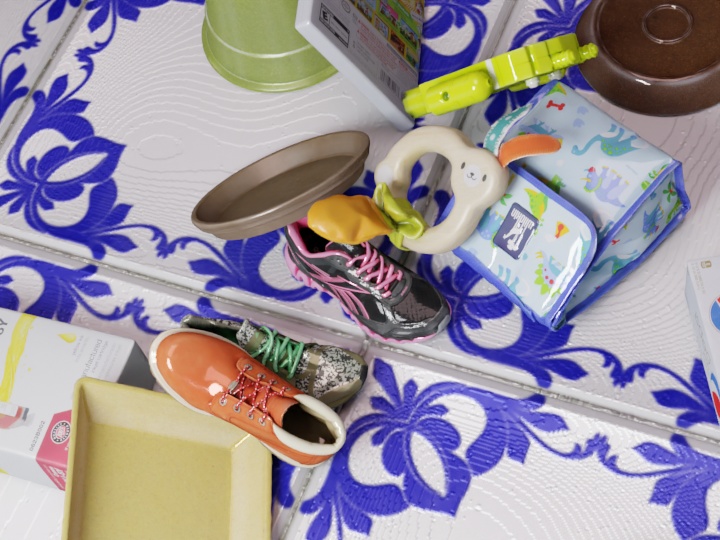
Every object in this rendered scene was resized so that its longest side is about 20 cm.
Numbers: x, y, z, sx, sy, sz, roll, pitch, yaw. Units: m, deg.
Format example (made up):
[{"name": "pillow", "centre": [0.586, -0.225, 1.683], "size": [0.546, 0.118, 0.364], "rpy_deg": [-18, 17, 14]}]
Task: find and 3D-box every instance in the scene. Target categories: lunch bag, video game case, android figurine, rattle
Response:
[{"name": "lunch bag", "centre": [0.193, -0.060, 1.443], "size": [0.200, 0.127, 0.170], "rpy_deg": [-46, 59, -5]}, {"name": "video game case", "centre": [0.004, -0.274, 1.561], "size": [0.023, 0.200, 0.182], "rpy_deg": [-14, 55, 31]}, {"name": "android figurine", "centre": [0.146, -0.198, 1.504], "size": [0.200, 0.182, 0.041], "rpy_deg": [-13, 96, 38]}, {"name": "rattle", "centre": [0.067, -0.095, 1.384], "size": [0.200, 0.143, 0.130], "rpy_deg": [-20, 59, 42]}]

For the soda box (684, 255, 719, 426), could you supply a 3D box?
[{"name": "soda box", "centre": [0.354, 0.084, 1.358], "size": [0.068, 0.064, 0.200], "rpy_deg": [-10, 59, 4]}]

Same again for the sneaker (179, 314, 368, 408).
[{"name": "sneaker", "centre": [-0.093, 0.084, 1.427], "size": [0.200, 0.089, 0.077], "rpy_deg": [7, 61, 14]}]

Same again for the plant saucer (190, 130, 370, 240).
[{"name": "plant saucer", "centre": [-0.078, -0.085, 1.501], "size": [0.200, 0.029, 0.200], "rpy_deg": [-23, 20, 9]}]

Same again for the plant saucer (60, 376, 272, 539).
[{"name": "plant saucer", "centre": [-0.181, 0.213, 1.348], "size": [0.200, 0.048, 0.200], "rpy_deg": [14, 56, -24]}]

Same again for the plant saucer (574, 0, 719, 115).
[{"name": "plant saucer", "centre": [0.329, -0.256, 1.580], "size": [0.200, 0.035, 0.201], "rpy_deg": [-5, 60, 9]}]

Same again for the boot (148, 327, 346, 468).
[{"name": "boot", "centre": [-0.101, 0.112, 1.350], "size": [0.200, 0.107, 0.075], "rpy_deg": [31, 77, -9]}]

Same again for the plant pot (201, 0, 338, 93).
[{"name": "plant pot", "centre": [-0.102, -0.330, 1.613], "size": [0.200, 0.190, 0.200], "rpy_deg": [-5, 59, 9]}]

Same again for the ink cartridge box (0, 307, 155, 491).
[{"name": "ink cartridge box", "centre": [-0.325, 0.125, 1.449], "size": [0.200, 0.083, 0.145], "rpy_deg": [12, 64, 17]}]

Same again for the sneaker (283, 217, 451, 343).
[{"name": "sneaker", "centre": [0.000, 0.000, 1.456], "size": [0.200, 0.095, 0.079], "rpy_deg": [29, 67, 23]}]
